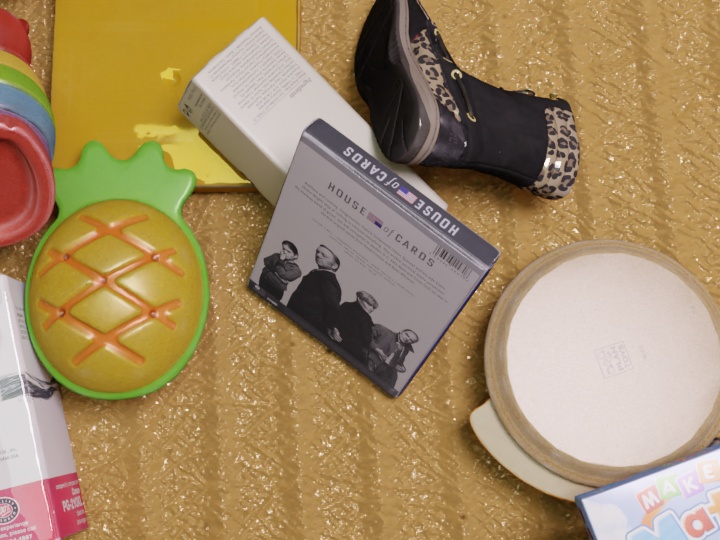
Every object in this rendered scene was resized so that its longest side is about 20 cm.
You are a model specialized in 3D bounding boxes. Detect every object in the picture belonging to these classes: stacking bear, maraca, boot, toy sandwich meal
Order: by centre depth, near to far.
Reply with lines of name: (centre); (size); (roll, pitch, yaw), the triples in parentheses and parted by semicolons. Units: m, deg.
toy sandwich meal: (0.181, 0.077, 0.812); (0.205, 0.070, 0.205); (0, 77, 1)
stacking bear: (-0.287, -0.125, 0.813); (0.121, 0.114, 0.200); (-18, 51, 4)
maraca: (-0.182, -0.003, 0.813); (0.137, 0.107, 0.200); (1, 77, -6)
boot: (0.080, -0.137, 0.832); (0.150, 0.073, 0.200); (15, 37, -23)

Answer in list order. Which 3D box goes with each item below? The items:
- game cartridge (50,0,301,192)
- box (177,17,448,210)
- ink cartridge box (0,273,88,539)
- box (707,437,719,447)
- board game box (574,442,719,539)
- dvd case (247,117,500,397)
game cartridge: (-0.149, -0.150, 0.873); (0.200, 0.032, 0.176); (0, 82, 4)
box: (-0.037, -0.085, 0.810); (0.200, 0.068, 0.082); (47, 67, -5)
ink cartridge box: (-0.303, 0.117, 0.810); (0.145, 0.084, 0.200); (-14, 83, 0)
box: (0.270, 0.231, 0.766); (0.112, 0.101, 0.200); (21, 83, 5)
board game box: (0.247, 0.217, 0.699); (0.151, 0.037, 0.200); (-21, 80, 0)
dvd case: (0.000, 0.000, 0.766); (0.150, 0.200, 0.025); (37, 55, 6)
